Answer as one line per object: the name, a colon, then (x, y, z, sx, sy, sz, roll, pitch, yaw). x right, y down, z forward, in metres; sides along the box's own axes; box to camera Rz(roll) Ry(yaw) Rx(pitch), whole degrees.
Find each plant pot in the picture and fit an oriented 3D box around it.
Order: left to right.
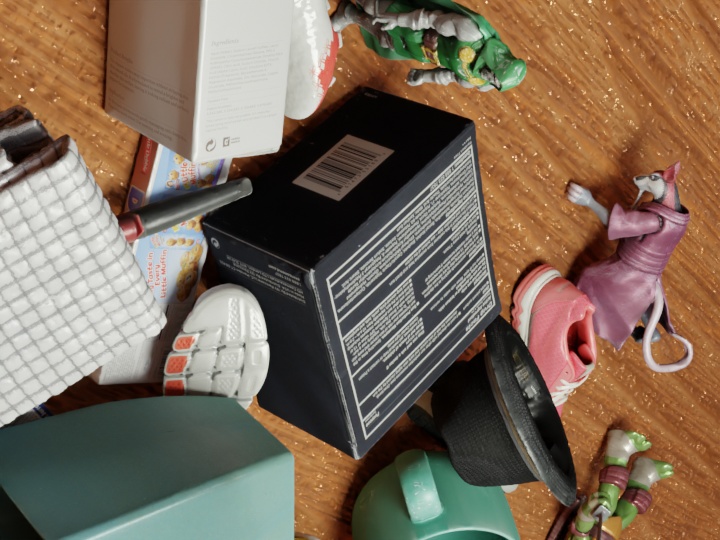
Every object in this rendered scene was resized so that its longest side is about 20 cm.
plant pot: (-0.151, 0.177, 0.992, 0.198, 0.141, 0.143, -17, 124, -32)

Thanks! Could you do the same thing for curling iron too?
curling iron: (-0.164, -0.037, 0.981, 0.198, 0.026, 0.050, -13, 122, -26)

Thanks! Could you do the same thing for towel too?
towel: (-0.243, 0.006, 0.887, 0.199, 0.086, 0.166, -31, 132, -7)

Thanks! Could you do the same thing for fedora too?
fedora: (0.118, 0.134, 1.241, 0.091, 0.202, 0.201, -24, 139, 12)

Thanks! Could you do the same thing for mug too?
mug: (0.072, 0.230, 1.311, 0.150, 0.115, 0.186, 7, 130, -22)

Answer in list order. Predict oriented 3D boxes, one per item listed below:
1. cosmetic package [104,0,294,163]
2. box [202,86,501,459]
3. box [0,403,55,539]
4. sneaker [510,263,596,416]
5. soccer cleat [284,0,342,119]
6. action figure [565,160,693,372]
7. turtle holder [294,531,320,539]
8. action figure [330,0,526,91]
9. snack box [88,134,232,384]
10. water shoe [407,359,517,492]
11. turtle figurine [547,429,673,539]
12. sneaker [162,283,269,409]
cosmetic package: (-0.104, -0.185, 0.926, 0.081, 0.112, 0.202, -14, 123, -41)
box: (0.000, 0.000, 1.117, 0.200, 0.123, 0.200, -42, 137, -31)
box: (-0.289, 0.173, 0.995, 0.200, 0.032, 0.122, -48, 138, -16)
sneaker: (0.193, 0.098, 1.412, 0.073, 0.086, 0.202, -24, 128, -33)
soccer cleat: (-0.056, -0.203, 0.991, 0.085, 0.068, 0.202, -28, 127, -54)
action figure: (0.278, -0.014, 1.402, 0.133, 0.149, 0.201, -7, 131, -37)
turtle holder: (-0.085, 0.283, 1.212, 0.186, 0.141, 0.132, 49, 52, -8)
action figure: (0.043, -0.171, 1.017, 0.055, 0.199, 0.118, -47, 137, -14)
snack box: (-0.147, -0.012, 1.044, 0.071, 0.024, 0.202, 2, 110, -46)
water shoe: (0.117, 0.150, 1.375, 0.079, 0.071, 0.200, -55, 140, -10)
turtle figurine: (0.303, 0.286, 1.569, 0.195, 0.143, 0.200, -64, -174, -24)
sneaker: (-0.117, 0.085, 1.096, 0.076, 0.082, 0.202, 7, 122, -10)
